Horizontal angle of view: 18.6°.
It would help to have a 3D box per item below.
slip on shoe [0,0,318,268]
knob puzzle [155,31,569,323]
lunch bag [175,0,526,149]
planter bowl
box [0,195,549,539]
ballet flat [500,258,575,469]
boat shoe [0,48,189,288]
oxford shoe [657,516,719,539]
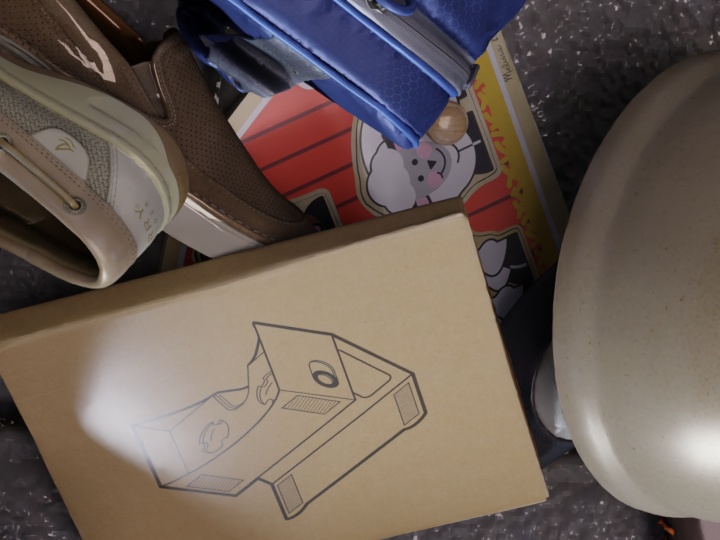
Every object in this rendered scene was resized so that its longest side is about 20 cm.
[{"bbox_3d":[-0.088,-0.069,0.889,0.200,0.076,0.061,37,101,-8],"label":"slip on shoe"},{"bbox_3d":[0.000,0.000,0.964,0.218,0.030,0.221,-4,106,-16],"label":"knob puzzle"},{"bbox_3d":[-0.015,-0.129,0.834,0.136,0.200,0.133,35,94,-24],"label":"lunch bag"},{"bbox_3d":[0.193,0.016,0.895,0.200,0.134,0.202,-13,108,-43],"label":"planter bowl"},{"bbox_3d":[-0.035,0.058,0.913,0.199,0.021,0.164,-14,130,6],"label":"box"},{"bbox_3d":[0.114,0.017,0.965,0.073,0.073,0.200,43,79,-22],"label":"ballet flat"},{"bbox_3d":[-0.165,-0.053,0.833,0.199,0.065,0.072,25,141,12],"label":"boat shoe"},{"bbox_3d":[0.162,0.132,1.033,0.072,0.071,0.201,24,87,-12],"label":"oxford shoe"}]
